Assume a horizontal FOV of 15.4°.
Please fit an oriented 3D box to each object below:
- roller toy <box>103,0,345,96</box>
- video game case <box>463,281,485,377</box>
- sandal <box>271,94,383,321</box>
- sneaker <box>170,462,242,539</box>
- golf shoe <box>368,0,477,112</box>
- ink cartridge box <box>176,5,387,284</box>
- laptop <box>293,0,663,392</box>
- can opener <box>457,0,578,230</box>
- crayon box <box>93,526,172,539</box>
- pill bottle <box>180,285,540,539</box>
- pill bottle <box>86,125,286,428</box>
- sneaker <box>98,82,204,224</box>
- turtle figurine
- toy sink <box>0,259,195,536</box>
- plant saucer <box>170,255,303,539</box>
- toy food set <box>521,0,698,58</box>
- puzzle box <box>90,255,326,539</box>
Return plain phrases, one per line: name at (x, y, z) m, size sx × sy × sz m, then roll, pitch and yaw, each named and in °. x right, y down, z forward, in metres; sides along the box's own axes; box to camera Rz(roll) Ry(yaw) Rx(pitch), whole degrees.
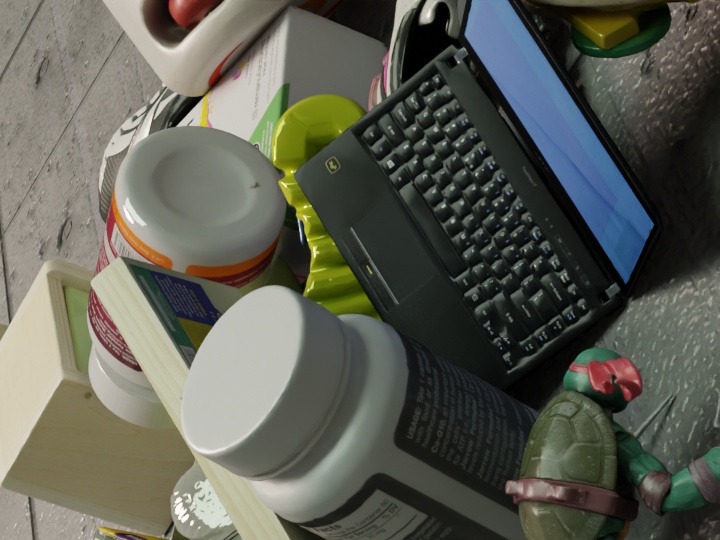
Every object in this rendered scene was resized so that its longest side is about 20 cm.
roller toy at (-0.092, -0.224, 1.855) m, size 0.182 × 0.140 × 0.200 m, roll -35°, pitch -5°, yaw -15°
video game case at (0.035, 0.038, 1.562) m, size 0.182 × 0.024 × 0.200 m, roll -176°, pitch 93°, yaw -66°
sandal at (0.000, 0.000, 1.553) m, size 0.087 × 0.079 × 0.200 m, roll 20°, pitch -115°, yaw -76°
sneaker at (-0.027, 0.139, 1.566) m, size 0.200 × 0.072 × 0.072 m, roll -4°, pitch 74°, yaw 46°
golf shoe at (0.059, -0.171, 1.648) m, size 0.092 × 0.073 × 0.200 m, roll 144°, pitch 138°, yaw -81°
ink cartridge box at (-0.068, -0.063, 1.832) m, size 0.200 × 0.084 × 0.145 m, roll -42°, pitch 36°, yaw 47°
laptop at (0.057, -0.039, 1.418) m, size 0.200 × 0.103 × 0.177 m, roll -38°, pitch 73°, yaw 23°
can opener at (0.094, -0.095, 1.548) m, size 0.053 × 0.066 × 0.200 m, roll -54°, pitch 33°, yaw 34°
crayon box at (-0.040, 0.195, 1.453) m, size 0.200 × 0.172 × 0.058 m, roll 8°, pitch 84°, yaw 66°
pill bottle at (0.013, 0.092, 1.377) m, size 0.113 × 0.200 × 0.113 m, roll -34°, pitch 39°, yaw 34°
pill bottle at (-0.118, 0.009, 1.727) m, size 0.200 × 0.110 × 0.110 m, roll 110°, pitch 164°, yaw -49°
sneaker at (-0.144, -0.092, 2.038) m, size 0.200 × 0.066 × 0.091 m, roll -52°, pitch 27°, yaw 29°
turtle figurine at (0.118, 0.114, 1.291) m, size 0.150 × 0.101 × 0.200 m, roll -2°, pitch 75°, yaw 64°
toy sink at (-0.187, 0.075, 1.921) m, size 0.112 × 0.130 × 0.200 m, roll -58°, pitch 25°, yaw 23°
plant saucer at (-0.074, 0.089, 1.717) m, size 0.200 × 0.031 × 0.200 m, roll 20°, pitch -90°, yaw -89°
toy food set at (0.146, -0.194, 1.420) m, size 0.198 × 0.049 × 0.200 m, roll -28°, pitch 39°, yaw -12°
puzzle box at (-0.061, 0.084, 1.461) m, size 0.025 × 0.133 × 0.200 m, roll -39°, pitch 66°, yaw 16°
